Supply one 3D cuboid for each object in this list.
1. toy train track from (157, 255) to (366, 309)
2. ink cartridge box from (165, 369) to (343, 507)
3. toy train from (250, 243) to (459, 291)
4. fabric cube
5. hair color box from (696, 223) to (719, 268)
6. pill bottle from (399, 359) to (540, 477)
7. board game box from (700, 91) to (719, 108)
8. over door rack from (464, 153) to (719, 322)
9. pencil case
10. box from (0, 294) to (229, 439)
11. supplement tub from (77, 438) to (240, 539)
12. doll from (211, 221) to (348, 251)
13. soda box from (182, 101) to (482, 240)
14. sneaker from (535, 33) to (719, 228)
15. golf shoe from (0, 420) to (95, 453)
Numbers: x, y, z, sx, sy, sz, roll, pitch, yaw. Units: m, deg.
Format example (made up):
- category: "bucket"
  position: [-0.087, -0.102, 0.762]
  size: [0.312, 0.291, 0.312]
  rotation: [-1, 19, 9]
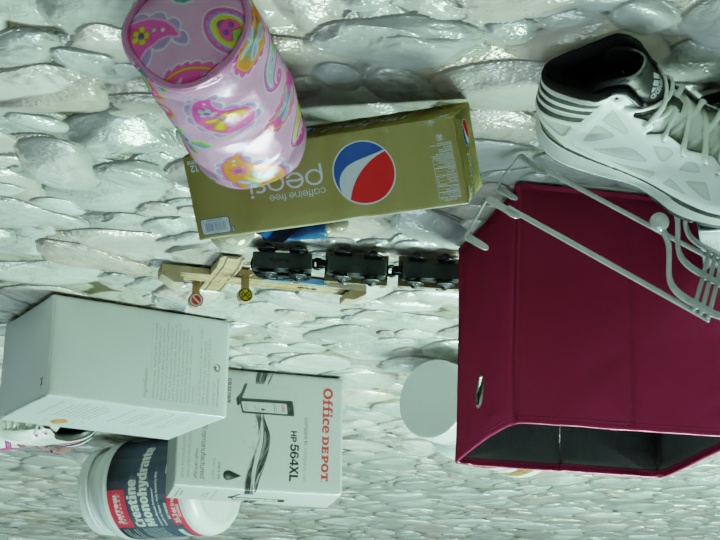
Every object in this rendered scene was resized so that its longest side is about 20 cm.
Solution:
- category: "toy train track"
  position: [-0.093, 0.021, 1.700]
  size: [0.200, 0.033, 0.115]
  rotation: [5, 163, -15]
- category: "ink cartridge box"
  position: [-0.123, 0.197, 2.100]
  size: [0.200, 0.146, 0.084]
  rotation: [4, 162, -12]
- category: "toy train"
  position: [0.000, 0.000, 1.617]
  size: [0.200, 0.034, 0.046]
  rotation: [4, 167, -5]
- category: "fabric cube"
  position: [0.195, 0.057, 1.499]
  size: [0.200, 0.199, 0.196]
  rotation: [5, 164, -10]
- category: "hair color box"
  position: [0.362, -0.046, 1.373]
  size: [0.200, 0.061, 0.100]
  rotation: [-2, 163, 13]
- category: "pill bottle"
  position: [0.137, 0.165, 2.020]
  size: [0.114, 0.114, 0.200]
  rotation: [-10, 160, 35]
- category: "board game box"
  position: [0.344, -0.068, 1.239]
  size: [0.135, 0.028, 0.200]
  rotation: [-15, 135, 44]
- category: "over door rack"
  position: [0.187, -0.038, 1.279]
  size: [0.200, 0.067, 0.148]
  rotation: [18, -160, 9]
- category: "pencil case"
  position: [-0.091, -0.120, 1.142]
  size: [0.087, 0.087, 0.200]
  rotation: [-1, 162, 10]
- category: "box"
  position: [-0.259, 0.105, 1.872]
  size: [0.200, 0.106, 0.152]
  rotation: [11, 162, -28]
- category: "supplement tub"
  position: [-0.280, 0.304, 2.490]
  size: [0.200, 0.140, 0.140]
  rotation: [-8, 161, 28]
- category: "doll"
  position: [-0.059, -0.059, 1.396]
  size: [0.136, 0.048, 0.200]
  rotation: [24, 153, -29]
- category: "soda box"
  position: [-0.018, -0.070, 1.263]
  size: [0.200, 0.064, 0.068]
  rotation: [-7, -167, 15]
- category: "sneaker"
  position: [0.205, -0.090, 1.160]
  size: [0.200, 0.076, 0.115]
  rotation: [17, 165, 15]
- category: "golf shoe"
  position: [-0.424, 0.189, 2.251]
  size: [0.200, 0.073, 0.092]
  rotation: [2, 161, -39]
